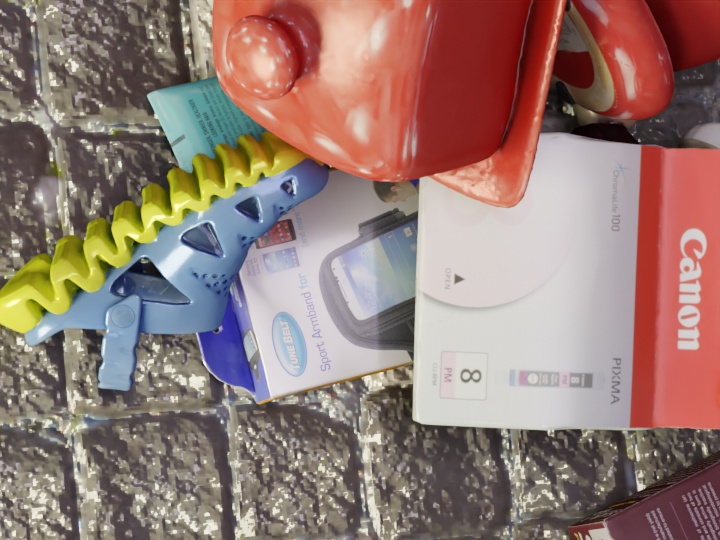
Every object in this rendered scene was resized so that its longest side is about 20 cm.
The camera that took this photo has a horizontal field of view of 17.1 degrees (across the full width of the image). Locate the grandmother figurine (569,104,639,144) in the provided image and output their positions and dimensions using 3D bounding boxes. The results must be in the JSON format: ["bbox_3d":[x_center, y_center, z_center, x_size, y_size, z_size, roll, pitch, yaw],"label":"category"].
[{"bbox_3d":[0.143,-0.040,1.400,0.060,0.121,0.201,-6,70,23],"label":"grandmother figurine"}]

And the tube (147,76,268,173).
[{"bbox_3d":[-0.016,-0.099,1.373,0.199,0.050,0.078,-17,55,-17],"label":"tube"}]

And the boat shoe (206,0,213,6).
[{"bbox_3d":[0.009,-0.173,1.373,0.200,0.070,0.072,-18,66,-22],"label":"boat shoe"}]

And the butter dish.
[{"bbox_3d":[-0.010,-0.129,1.226,0.199,0.201,0.148,30,40,26],"label":"butter dish"}]

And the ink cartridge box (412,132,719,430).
[{"bbox_3d":[0.131,0.007,1.320,0.199,0.057,0.163,2,89,10],"label":"ink cartridge box"}]

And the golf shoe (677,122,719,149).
[{"bbox_3d":[0.278,-0.056,1.445,0.199,0.073,0.092,20,77,-21],"label":"golf shoe"}]

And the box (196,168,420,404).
[{"bbox_3d":[0.000,0.000,1.366,0.199,0.041,0.120,-14,86,-21],"label":"box"}]

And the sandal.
[{"bbox_3d":[-0.099,-0.004,1.299,0.200,0.080,0.087,-31,103,13],"label":"sandal"}]

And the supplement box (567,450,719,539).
[{"bbox_3d":[0.234,0.156,1.402,0.199,0.061,0.109,-23,88,-20],"label":"supplement box"}]

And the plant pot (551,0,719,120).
[{"bbox_3d":[0.155,-0.200,1.306,0.182,0.200,0.201,-38,94,-10],"label":"plant pot"}]
